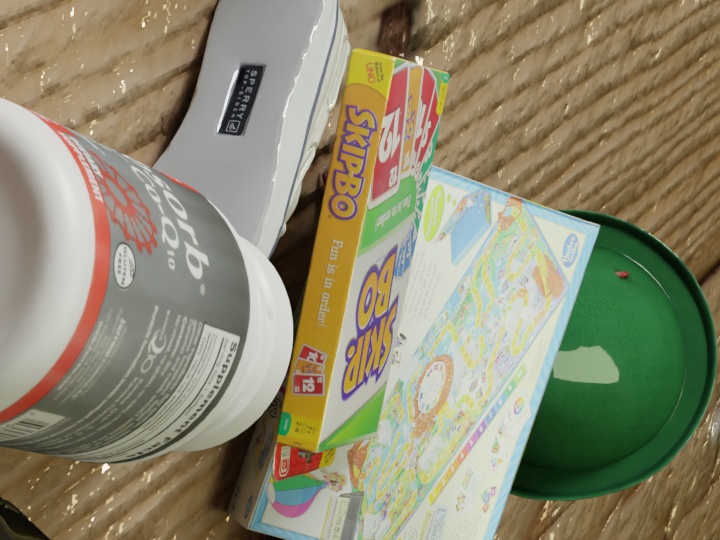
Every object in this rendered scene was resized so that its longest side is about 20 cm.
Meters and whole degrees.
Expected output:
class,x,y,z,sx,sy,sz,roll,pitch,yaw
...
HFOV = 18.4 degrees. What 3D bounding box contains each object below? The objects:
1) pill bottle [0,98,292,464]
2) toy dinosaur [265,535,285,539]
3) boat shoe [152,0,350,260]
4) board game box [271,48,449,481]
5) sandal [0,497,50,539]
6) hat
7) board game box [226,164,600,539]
class,x,y,z,sx,sy,sz,roll,pitch,yaw
pill bottle,-0.107,0.011,0.820,0.200,0.116,0.116,24,82,-67
toy dinosaur,0.005,0.180,1.149,0.102,0.200,0.077,22,70,-29
boat shoe,-0.052,-0.040,0.975,0.070,0.071,0.200,53,49,-58
board game box,0.000,0.000,1.042,0.096,0.030,0.201,-2,106,-73
sandal,-0.170,0.086,0.805,0.055,0.082,0.200,-47,158,-7
hat,0.090,0.038,1.177,0.176,0.199,0.166,41,49,-80
board game box,0.028,0.050,1.126,0.134,0.034,0.200,19,91,-24
